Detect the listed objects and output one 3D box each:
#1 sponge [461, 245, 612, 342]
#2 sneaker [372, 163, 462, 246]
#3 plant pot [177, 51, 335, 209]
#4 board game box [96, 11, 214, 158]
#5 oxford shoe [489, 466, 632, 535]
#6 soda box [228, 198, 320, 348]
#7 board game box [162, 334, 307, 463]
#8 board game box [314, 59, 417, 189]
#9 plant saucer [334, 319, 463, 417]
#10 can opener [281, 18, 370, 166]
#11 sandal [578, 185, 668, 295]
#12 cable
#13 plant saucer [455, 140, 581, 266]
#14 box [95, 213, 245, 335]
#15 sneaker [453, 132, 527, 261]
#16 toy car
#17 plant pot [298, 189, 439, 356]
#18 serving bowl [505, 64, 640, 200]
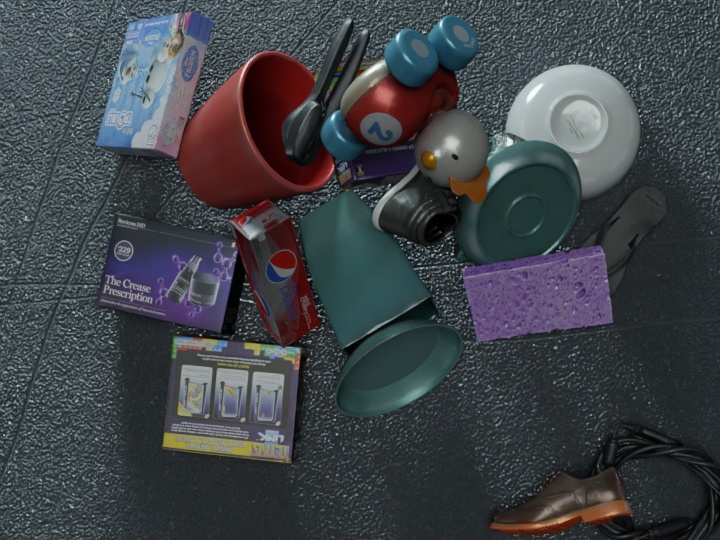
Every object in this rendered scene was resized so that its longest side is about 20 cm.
[{"bbox_3d":[0.249,0.035,1.164,0.196,0.030,0.113,-10,117,11],"label":"sponge"},{"bbox_3d":[0.114,-0.110,1.098,0.099,0.071,0.200,33,75,34],"label":"sneaker"},{"bbox_3d":[-0.153,-0.180,1.170,0.175,0.199,0.205,-19,82,38],"label":"plant pot"},{"bbox_3d":[-0.308,-0.272,1.220,0.198,0.043,0.203,10,86,48],"label":"board game box"},{"bbox_3d":[0.273,0.325,1.154,0.196,0.071,0.074,-16,64,17],"label":"oxford shoe"},{"bbox_3d":[-0.118,0.007,1.156,0.069,0.203,0.063,-31,43,-22],"label":"soda box"},{"bbox_3d":[-0.184,0.187,1.220,0.195,0.057,0.169,5,88,6],"label":"board game box"},{"bbox_3d":[0.046,-0.213,1.175,0.197,0.057,0.169,-11,83,-29],"label":"board game box"},{"bbox_3d":[0.048,0.129,1.145,0.198,0.201,0.036,-31,55,2],"label":"plant saucer"},{"bbox_3d":[-0.041,-0.228,1.077,0.063,0.078,0.203,31,85,-34],"label":"can opener"},{"bbox_3d":[0.366,-0.039,1.188,0.075,0.043,0.202,34,89,7],"label":"sandal"},{"bbox_3d":[0.417,0.315,1.149,0.197,0.051,0.166,22,88,7],"label":"cable"},{"bbox_3d":[0.226,-0.081,1.150,0.196,0.028,0.204,-10,122,-16],"label":"plant saucer"},{"bbox_3d":[-0.277,0.006,1.235,0.196,0.079,0.144,11,84,7],"label":"box"},{"bbox_3d":[0.188,-0.109,1.199,0.091,0.077,0.202,44,110,37],"label":"sneaker"},{"bbox_3d":[0.086,-0.164,1.009,0.202,0.176,0.184,54,136,5],"label":"toy car"},{"bbox_3d":[0.000,0.000,1.177,0.140,0.141,0.202,-30,75,2],"label":"plant pot"},{"bbox_3d":[0.312,-0.206,1.197,0.195,0.066,0.205,0,85,5],"label":"serving bowl"}]
